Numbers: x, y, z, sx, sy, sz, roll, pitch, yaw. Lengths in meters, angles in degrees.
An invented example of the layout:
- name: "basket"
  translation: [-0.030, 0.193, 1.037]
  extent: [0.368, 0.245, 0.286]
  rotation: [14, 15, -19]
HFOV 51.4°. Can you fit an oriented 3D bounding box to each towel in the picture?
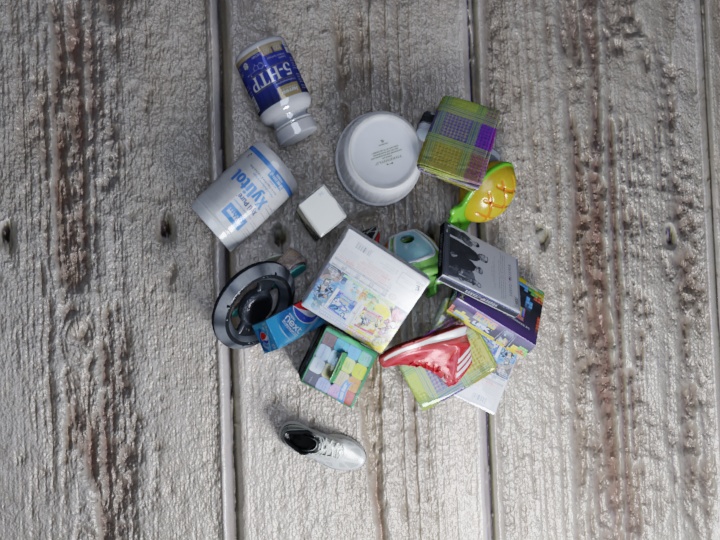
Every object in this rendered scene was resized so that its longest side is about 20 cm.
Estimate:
- name: "towel"
  translation: [0.183, 0.190, 1.584]
  extent: [0.197, 0.023, 0.146]
  rotation: [-30, 91, -6]
- name: "towel"
  translation: [0.208, -0.270, 1.574]
  extent: [0.140, 0.023, 0.204]
  rotation: [18, 67, 6]

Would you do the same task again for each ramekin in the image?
- name: "ramekin"
  translation: [0.044, -0.247, 1.606]
  extent: [0.196, 0.094, 0.209]
  rotation: [0, 87, -7]

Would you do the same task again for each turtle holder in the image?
- name: "turtle holder"
  translation: [0.125, -0.019, 1.583]
  extent: [0.182, 0.141, 0.135]
  rotation: [-22, 75, 14]

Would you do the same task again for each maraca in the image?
- name: "maraca"
  translation: [0.259, -0.154, 1.618]
  extent: [0.200, 0.137, 0.107]
  rotation: [-44, 60, 0]

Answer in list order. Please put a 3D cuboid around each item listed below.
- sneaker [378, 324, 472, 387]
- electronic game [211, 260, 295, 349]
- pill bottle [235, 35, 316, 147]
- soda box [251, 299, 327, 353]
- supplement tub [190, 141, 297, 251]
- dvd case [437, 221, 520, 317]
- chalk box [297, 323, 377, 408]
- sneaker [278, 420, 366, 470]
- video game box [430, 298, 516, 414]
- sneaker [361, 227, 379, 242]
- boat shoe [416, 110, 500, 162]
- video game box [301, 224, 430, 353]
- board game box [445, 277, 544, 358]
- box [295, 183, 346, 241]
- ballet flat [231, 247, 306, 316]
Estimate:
- name: "sneaker"
  translation: [0.141, 0.193, 1.530]
  extent: [0.195, 0.078, 0.118]
  rotation: [-18, 88, -5]
- name: "electronic game"
  translation: [-0.216, 0.072, 1.528]
  extent: [0.200, 0.201, 0.041]
  rotation: [-47, 52, -7]
- name: "pill bottle"
  translation: [-0.172, -0.372, 1.572]
  extent: [0.118, 0.120, 0.204]
  rotation: [-26, 91, -7]
- name: "soda box"
  translation: [-0.120, 0.097, 1.542]
  extent: [0.198, 0.067, 0.065]
  rotation: [-28, 92, -37]
- name: "supplement tub"
  translation: [-0.239, -0.154, 1.548]
  extent: [0.200, 0.132, 0.132]
  rotation: [-45, 93, -7]
- name: "dvd case"
  translation: [0.250, -0.003, 1.565]
  extent: [0.197, 0.025, 0.153]
  rotation: [26, 46, -18]
- name: "chalk box"
  translation: [-0.047, 0.192, 1.523]
  extent: [0.122, 0.200, 0.127]
  rotation: [28, 86, -6]
- name: "sneaker"
  translation: [-0.076, 0.376, 1.555]
  extent: [0.196, 0.115, 0.078]
  rotation: [19, 85, -6]
- name: "video game box"
  translation: [0.235, 0.185, 1.630]
  extent: [0.196, 0.047, 0.186]
  rotation: [25, 87, -5]
- name: "sneaker"
  translation: [0.000, 0.000, 1.593]
  extent: [0.085, 0.076, 0.203]
  rotation: [45, 54, -34]
- name: "boat shoe"
  translation: [0.221, -0.292, 1.645]
  extent: [0.195, 0.074, 0.069]
  rotation: [21, 68, 6]
- name: "video game box"
  translation: [0.010, 0.039, 1.486]
  extent: [0.197, 0.047, 0.184]
  rotation: [31, 102, -12]
- name: "board game box"
  translation: [0.292, 0.067, 1.600]
  extent: [0.197, 0.057, 0.167]
  rotation: [30, 44, -6]
- name: "box"
  translation: [-0.084, -0.114, 1.531]
  extent: [0.068, 0.200, 0.083]
  rotation: [-38, 92, -5]
- name: "ballet flat"
  translation: [-0.208, 0.020, 1.586]
  extent: [0.198, 0.068, 0.068]
  rotation: [-34, 73, -13]
